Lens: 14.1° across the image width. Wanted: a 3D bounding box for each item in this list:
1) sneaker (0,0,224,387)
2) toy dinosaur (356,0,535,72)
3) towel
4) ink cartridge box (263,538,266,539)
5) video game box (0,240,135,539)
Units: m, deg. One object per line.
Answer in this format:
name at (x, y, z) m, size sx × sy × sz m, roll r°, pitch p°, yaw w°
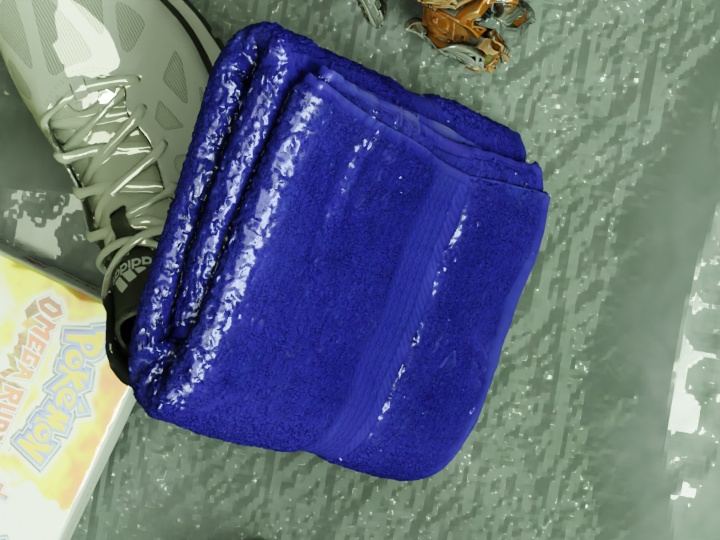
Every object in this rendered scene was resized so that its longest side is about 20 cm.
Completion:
sneaker at (-0.079, -0.033, 1.091) m, size 0.076 × 0.115 × 0.201 m, roll -29°, pitch 107°, yaw 16°
toy dinosaur at (0.039, -0.164, 1.089) m, size 0.136 × 0.200 × 0.102 m, roll -41°, pitch 66°, yaw -16°
towel at (0.000, 0.000, 1.075) m, size 0.049 × 0.200 × 0.148 m, roll 15°, pitch 88°, yaw 32°
ink cartridge box at (0.036, 0.176, 1.129) m, size 0.200 × 0.094 × 0.044 m, roll 29°, pitch 92°, yaw 1°
video game box at (-0.199, 0.072, 1.157) m, size 0.182 × 0.047 × 0.200 m, roll 25°, pitch 92°, yaw 0°
